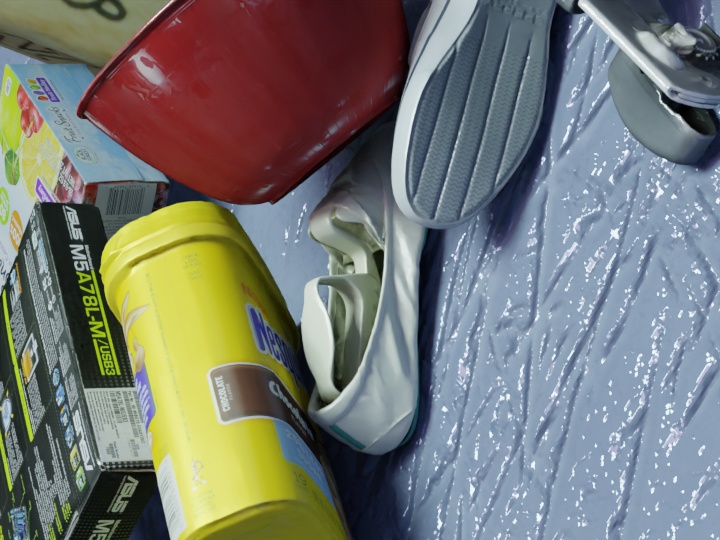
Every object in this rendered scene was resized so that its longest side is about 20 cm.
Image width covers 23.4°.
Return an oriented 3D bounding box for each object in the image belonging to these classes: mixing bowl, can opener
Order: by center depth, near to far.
[{"bbox_3d":[0.105,-0.131,0.843,0.200,0.053,0.067,51,131,32],"label":"can opener"},{"bbox_3d":[-0.046,-0.107,0.952,0.200,0.109,0.200,-39,1,1],"label":"mixing bowl"}]

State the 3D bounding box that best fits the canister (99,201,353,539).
[{"bbox_3d":[-0.068,0.084,0.947,0.086,0.149,0.201,-22,52,4],"label":"canister"}]

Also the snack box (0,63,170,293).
[{"bbox_3d":[-0.206,-0.016,1.199,0.169,0.067,0.201,50,134,47],"label":"snack box"}]

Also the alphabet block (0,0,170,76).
[{"bbox_3d":[-0.222,-0.255,1.269,0.196,0.199,0.197,13,86,55],"label":"alphabet block"}]

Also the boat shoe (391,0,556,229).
[{"bbox_3d":[0.064,-0.115,0.931,0.201,0.073,0.067,-67,18,-9],"label":"boat shoe"}]

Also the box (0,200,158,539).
[{"bbox_3d":[-0.186,0.094,1.058,0.194,0.047,0.201,-62,37,42],"label":"box"}]

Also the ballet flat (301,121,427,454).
[{"bbox_3d":[0.000,0.000,0.957,0.069,0.069,0.202,-25,55,47],"label":"ballet flat"}]
